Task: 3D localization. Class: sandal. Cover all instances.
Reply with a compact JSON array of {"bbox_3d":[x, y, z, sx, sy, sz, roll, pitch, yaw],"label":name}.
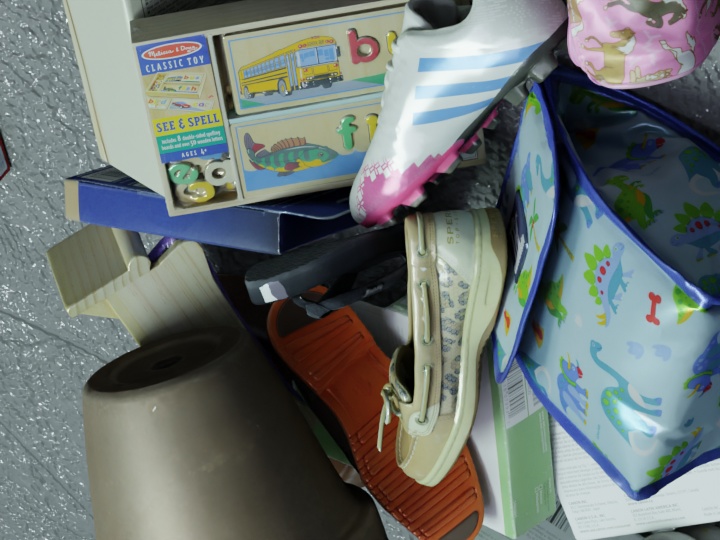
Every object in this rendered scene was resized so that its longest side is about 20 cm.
[{"bbox_3d":[0.001,0.000,1.512,0.076,0.200,0.043,-15,91,29],"label":"sandal"}]

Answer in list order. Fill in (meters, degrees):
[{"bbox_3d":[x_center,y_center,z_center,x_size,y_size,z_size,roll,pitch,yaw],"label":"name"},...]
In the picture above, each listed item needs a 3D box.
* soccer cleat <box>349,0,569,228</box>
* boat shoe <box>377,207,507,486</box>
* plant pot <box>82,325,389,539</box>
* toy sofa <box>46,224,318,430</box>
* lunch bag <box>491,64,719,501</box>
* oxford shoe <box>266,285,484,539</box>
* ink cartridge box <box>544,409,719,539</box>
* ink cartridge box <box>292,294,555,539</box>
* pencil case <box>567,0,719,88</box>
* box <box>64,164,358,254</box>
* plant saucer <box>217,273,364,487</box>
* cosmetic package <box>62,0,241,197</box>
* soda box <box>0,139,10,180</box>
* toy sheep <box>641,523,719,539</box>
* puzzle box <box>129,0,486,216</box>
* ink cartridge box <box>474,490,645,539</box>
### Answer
[{"bbox_3d":[0.043,-0.107,1.432,0.086,0.070,0.200,45,128,1],"label":"soccer cleat"},{"bbox_3d":[0.041,0.045,1.511,0.062,0.073,0.201,3,124,-12],"label":"boat shoe"},{"bbox_3d":[-0.097,0.135,1.580,0.199,0.200,0.176,-6,109,41],"label":"plant pot"},{"bbox_3d":[-0.116,0.047,1.665,0.200,0.097,0.083,57,-178,-33],"label":"toy sofa"},{"bbox_3d":[0.149,0.001,1.447,0.200,0.127,0.171,48,142,31],"label":"lunch bag"},{"bbox_3d":[0.011,0.094,1.616,0.201,0.071,0.073,56,170,0],"label":"oxford shoe"},{"bbox_3d":[0.170,0.067,1.577,0.160,0.050,0.201,-14,100,45],"label":"ink cartridge box"},{"bbox_3d":[0.036,0.079,1.651,0.199,0.048,0.146,21,129,42],"label":"ink cartridge box"},{"bbox_3d":[0.133,-0.190,1.306,0.086,0.083,0.201,6,132,32],"label":"pencil case"},{"bbox_3d":[-0.073,-0.044,1.579,0.199,0.121,0.033,8,106,31],"label":"box"},{"bbox_3d":[-0.064,0.091,1.775,0.199,0.035,0.201,20,138,19],"label":"plant saucer"},{"bbox_3d":[-0.118,-0.157,1.506,0.073,0.103,0.201,29,142,37],"label":"cosmetic package"},{"bbox_3d":[-0.307,-0.134,1.715,0.070,0.063,0.201,13,135,27],"label":"soda box"},{"bbox_3d":[0.223,0.225,1.586,0.199,0.139,0.138,6,155,-32],"label":"toy sheep"},{"bbox_3d":[-0.028,-0.105,1.472,0.199,0.025,0.134,-10,130,0],"label":"puzzle box"},{"bbox_3d":[0.136,0.242,1.655,0.199,0.174,0.044,32,149,7],"label":"ink cartridge box"}]
